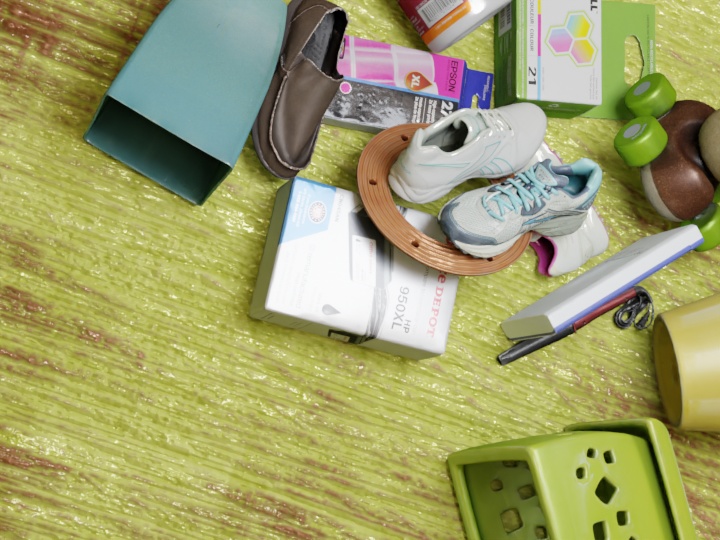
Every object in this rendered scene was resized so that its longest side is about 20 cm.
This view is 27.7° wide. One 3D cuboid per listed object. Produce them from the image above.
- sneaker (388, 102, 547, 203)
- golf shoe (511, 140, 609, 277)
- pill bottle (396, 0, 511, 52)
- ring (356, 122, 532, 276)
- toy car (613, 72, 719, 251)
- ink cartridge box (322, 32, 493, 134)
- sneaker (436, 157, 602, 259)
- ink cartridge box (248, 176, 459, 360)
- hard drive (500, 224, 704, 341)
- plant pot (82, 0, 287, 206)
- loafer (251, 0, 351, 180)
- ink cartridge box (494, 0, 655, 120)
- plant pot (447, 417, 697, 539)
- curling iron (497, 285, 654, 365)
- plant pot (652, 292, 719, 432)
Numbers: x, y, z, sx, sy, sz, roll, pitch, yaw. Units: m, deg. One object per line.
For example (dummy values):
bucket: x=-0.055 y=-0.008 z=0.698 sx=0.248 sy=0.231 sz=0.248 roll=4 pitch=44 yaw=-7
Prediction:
sneaker: x=0.123 y=-0.134 z=1.512 sx=0.200 sy=0.080 sz=0.071 roll=-26 pitch=66 yaw=-30
golf shoe: x=0.188 y=-0.083 z=1.604 sx=0.091 sy=0.075 sz=0.200 roll=-37 pitch=93 yaw=-13
pill bottle: x=0.069 y=-0.346 z=1.577 sx=0.113 sy=0.113 sz=0.200 roll=-35 pitch=93 yaw=-17
ring: x=0.087 y=-0.073 z=1.527 sx=0.199 sy=0.019 sz=0.201 roll=12 pitch=51 yaw=-16
toy car: x=0.405 y=-0.143 z=1.576 sx=0.164 sy=0.200 sz=0.158 roll=47 pitch=41 yaw=-24
ink cartridge box: x=0.054 y=-0.192 z=1.598 sx=0.199 sy=0.037 sz=0.095 roll=10 pitch=81 yaw=-17
sneaker: x=0.164 y=-0.077 z=1.495 sx=0.199 sy=0.086 sz=0.078 roll=-17 pitch=62 yaw=-35
ink cartridge box: x=0.000 y=0.000 z=1.533 sx=0.199 sy=0.084 sz=0.145 roll=15 pitch=79 yaw=-14
hard drive: x=0.260 y=0.014 z=1.581 sx=0.199 sy=0.132 sz=0.025 roll=-30 pitch=93 yaw=-17
plant pot: x=-0.164 y=-0.199 z=1.487 sx=0.141 sy=0.141 sz=0.201 roll=30 pitch=68 yaw=-11
loafer: x=-0.060 y=-0.194 z=1.524 sx=0.073 sy=0.071 sz=0.201 roll=13 pitch=84 yaw=-40
ink cartridge box: x=0.255 y=-0.249 z=1.639 sx=0.199 sy=0.076 sz=0.149 roll=2 pitch=83 yaw=-14
plant pot: x=0.229 y=0.256 z=1.516 sx=0.181 sy=0.200 sz=0.200 roll=-15 pitch=87 yaw=-24
curling iron: x=0.243 y=0.066 z=1.625 sx=0.199 sy=0.026 sz=0.050 roll=-19 pitch=86 yaw=-17
plant pot: x=0.427 y=0.099 z=1.598 sx=0.188 sy=0.201 sz=0.202 roll=-9 pitch=86 yaw=-1
